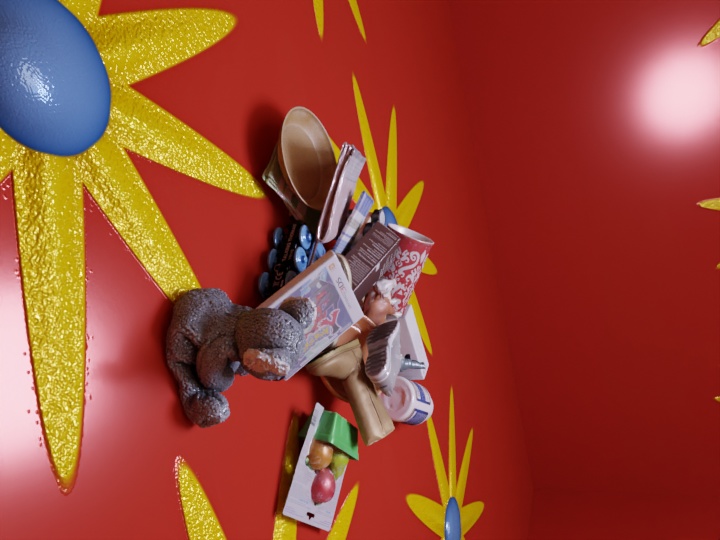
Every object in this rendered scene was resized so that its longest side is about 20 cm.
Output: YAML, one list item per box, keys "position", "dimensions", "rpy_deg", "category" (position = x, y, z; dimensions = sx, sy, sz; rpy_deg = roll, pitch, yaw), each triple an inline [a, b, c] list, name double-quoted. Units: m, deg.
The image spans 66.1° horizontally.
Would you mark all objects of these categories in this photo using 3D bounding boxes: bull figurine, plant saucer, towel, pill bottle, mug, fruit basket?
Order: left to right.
- position: [-0.120, -0.171, 1.133]
  dimensions: [0.201, 0.023, 0.156]
  rpy_deg: [53, 40, -40]
  category: "towel"
- position: [-0.110, -0.219, 1.106]
  dimensions: [0.199, 0.034, 0.208]
  rpy_deg: [29, 56, -56]
  category: "plant saucer"
- position: [-0.080, 0.387, 1.088]
  dimensions: [0.186, 0.091, 0.206]
  rpy_deg: [49, 56, -50]
  category: "fruit basket"
- position: [-0.038, -0.153, 1.136]
  dimensions: [0.200, 0.031, 0.198]
  rpy_deg: [-37, 146, -81]
  category: "towel"
- position: [-0.031, -0.073, 1.200]
  dimensions: [0.205, 0.023, 0.147]
  rpy_deg: [-63, 174, 4]
  category: "towel"
- position: [-0.021, 0.191, 1.216]
  dimensions: [0.195, 0.037, 0.207]
  rpy_deg: [16, 61, -31]
  category: "plant saucer"
- position: [0.040, 0.108, 1.321]
  dimensions: [0.119, 0.065, 0.205]
  rpy_deg: [18, 105, -45]
  category: "bull figurine"
- position: [0.089, -0.007, 1.445]
  dimensions: [0.129, 0.177, 0.207]
  rpy_deg: [13, 104, -27]
  category: "mug"
- position: [0.129, 0.357, 1.497]
  dimensions: [0.199, 0.107, 0.115]
  rpy_deg: [36, 51, -57]
  category: "pill bottle"

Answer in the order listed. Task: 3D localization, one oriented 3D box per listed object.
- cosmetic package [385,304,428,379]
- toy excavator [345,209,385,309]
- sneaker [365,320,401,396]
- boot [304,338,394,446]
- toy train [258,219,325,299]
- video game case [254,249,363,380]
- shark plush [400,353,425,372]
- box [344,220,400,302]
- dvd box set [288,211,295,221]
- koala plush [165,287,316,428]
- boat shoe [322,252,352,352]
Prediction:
- position: [0.114, 0.200, 1.522]
  dimensions: [0.074, 0.098, 0.206]
  rpy_deg: [-55, 134, -56]
  category: "cosmetic package"
- position: [0.005, -0.024, 1.364]
  dimensions: [0.196, 0.096, 0.206]
  rpy_deg: [-60, 144, -51]
  category: "toy excavator"
- position: [0.053, 0.186, 1.197]
  dimensions: [0.084, 0.072, 0.202]
  rpy_deg: [64, 25, -25]
  category: "sneaker"
- position: [-0.015, 0.252, 1.112]
  dimensions: [0.173, 0.065, 0.206]
  rpy_deg: [-14, 80, -52]
  category: "boot"
- position: [-0.129, 0.003, 1.062]
  dimensions: [0.116, 0.083, 0.205]
  rpy_deg: [62, 31, -48]
  category: "toy train"
- position: [-0.096, 0.086, 1.003]
  dimensions: [0.198, 0.023, 0.185]
  rpy_deg: [-38, 137, -11]
  category: "video game case"
- position: [0.062, 0.241, 1.348]
  dimensions: [0.194, 0.090, 0.087]
  rpy_deg: [-3, 88, -34]
  category: "shark plush"
- position: [0.000, 0.000, 1.206]
  dimensions: [0.200, 0.074, 0.101]
  rpy_deg: [-46, 164, -24]
  category: "box"
- position: [-0.104, -0.190, 1.226]
  dimensions: [0.146, 0.028, 0.208]
  rpy_deg: [33, 54, -58]
  category: "dvd box set"
- position: [-0.166, 0.107, 0.812]
  dimensions: [0.178, 0.193, 0.189]
  rpy_deg: [-55, 132, -54]
  category: "koala plush"
- position: [-0.066, 0.071, 1.090]
  dimensions: [0.074, 0.073, 0.210]
  rpy_deg: [-21, 124, -53]
  category: "boat shoe"
